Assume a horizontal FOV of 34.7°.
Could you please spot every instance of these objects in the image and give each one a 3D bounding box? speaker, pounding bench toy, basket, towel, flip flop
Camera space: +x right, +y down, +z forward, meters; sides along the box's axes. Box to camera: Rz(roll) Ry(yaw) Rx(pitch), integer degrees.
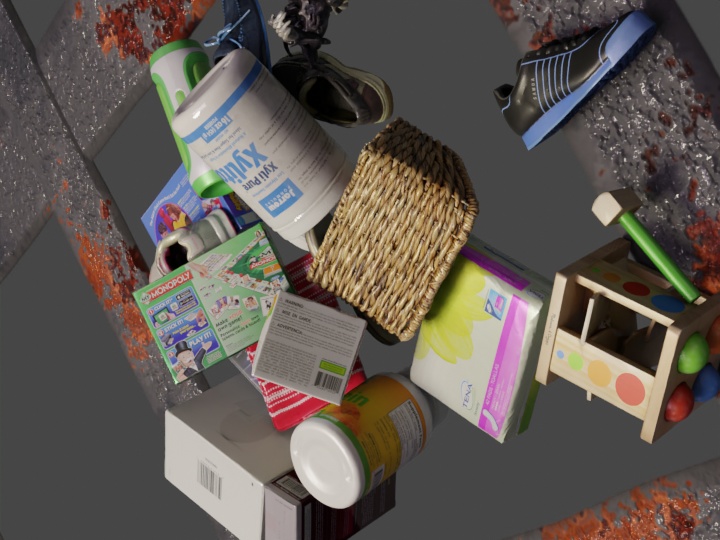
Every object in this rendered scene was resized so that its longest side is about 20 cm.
[{"bbox_3d":[-0.217,-0.203,1.551,0.088,0.088,0.203,-32,75,47],"label":"speaker"},{"bbox_3d":[0.282,0.036,1.123,0.155,0.123,0.203,27,124,35],"label":"pounding bench toy"},{"bbox_3d":[0.053,-0.050,1.318,0.148,0.143,0.202,30,121,8],"label":"basket"},{"bbox_3d":[-0.084,0.093,1.523,0.143,0.022,0.203,-26,76,11],"label":"towel"},{"bbox_3d":[0.000,0.000,1.437,0.057,0.081,0.202,-36,85,29],"label":"flip flop"}]

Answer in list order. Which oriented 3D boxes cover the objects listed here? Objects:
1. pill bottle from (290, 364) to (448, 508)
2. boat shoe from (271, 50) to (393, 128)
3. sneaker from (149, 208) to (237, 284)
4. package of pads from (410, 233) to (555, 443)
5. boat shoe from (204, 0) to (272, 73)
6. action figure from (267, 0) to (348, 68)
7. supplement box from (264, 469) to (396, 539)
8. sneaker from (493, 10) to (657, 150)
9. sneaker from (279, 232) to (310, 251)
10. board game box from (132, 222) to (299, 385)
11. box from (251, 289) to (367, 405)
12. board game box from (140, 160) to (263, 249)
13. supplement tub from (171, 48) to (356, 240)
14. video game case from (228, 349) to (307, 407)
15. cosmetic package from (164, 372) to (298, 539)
[{"bbox_3d":[0.018,0.192,1.397,0.110,0.199,0.113,20,123,35],"label":"pill bottle"},{"bbox_3d":[-0.049,-0.219,1.399,0.199,0.065,0.073,24,125,38],"label":"boat shoe"},{"bbox_3d":[-0.254,-0.015,1.609,0.082,0.088,0.200,58,137,9],"label":"sneaker"},{"bbox_3d":[0.140,0.076,1.326,0.154,0.068,0.203,32,126,32],"label":"package of pads"},{"bbox_3d":[-0.153,-0.272,1.450,0.084,0.067,0.203,131,129,-61],"label":"boat shoe"},{"bbox_3d":[-0.059,-0.319,1.340,0.199,0.101,0.121,-32,62,46],"label":"action figure"},{"bbox_3d":[-0.035,0.294,1.496,0.060,0.198,0.111,22,121,37],"label":"supplement box"},{"bbox_3d":[0.205,-0.203,1.145,0.078,0.070,0.200,52,137,6],"label":"sneaker"},{"bbox_3d":[-0.094,-0.121,1.481,0.201,0.073,0.082,56,141,12],"label":"sneaker"},{"bbox_3d":[-0.184,0.044,1.518,0.198,0.029,0.136,-27,85,8],"label":"board game box"},{"bbox_3d":[-0.066,0.089,1.388,0.111,0.200,0.103,19,87,-4],"label":"box"},{"bbox_3d":[-0.232,-0.074,1.661,0.200,0.044,0.136,-41,76,46],"label":"board game box"},{"bbox_3d":[-0.114,-0.150,1.369,0.200,0.133,0.131,44,140,-18],"label":"supplement tub"},{"bbox_3d":[-0.115,0.084,1.568,0.200,0.019,0.143,43,95,24],"label":"video game case"},{"bbox_3d":[-0.130,0.246,1.575,0.198,0.198,0.125,30,128,34],"label":"cosmetic package"}]
